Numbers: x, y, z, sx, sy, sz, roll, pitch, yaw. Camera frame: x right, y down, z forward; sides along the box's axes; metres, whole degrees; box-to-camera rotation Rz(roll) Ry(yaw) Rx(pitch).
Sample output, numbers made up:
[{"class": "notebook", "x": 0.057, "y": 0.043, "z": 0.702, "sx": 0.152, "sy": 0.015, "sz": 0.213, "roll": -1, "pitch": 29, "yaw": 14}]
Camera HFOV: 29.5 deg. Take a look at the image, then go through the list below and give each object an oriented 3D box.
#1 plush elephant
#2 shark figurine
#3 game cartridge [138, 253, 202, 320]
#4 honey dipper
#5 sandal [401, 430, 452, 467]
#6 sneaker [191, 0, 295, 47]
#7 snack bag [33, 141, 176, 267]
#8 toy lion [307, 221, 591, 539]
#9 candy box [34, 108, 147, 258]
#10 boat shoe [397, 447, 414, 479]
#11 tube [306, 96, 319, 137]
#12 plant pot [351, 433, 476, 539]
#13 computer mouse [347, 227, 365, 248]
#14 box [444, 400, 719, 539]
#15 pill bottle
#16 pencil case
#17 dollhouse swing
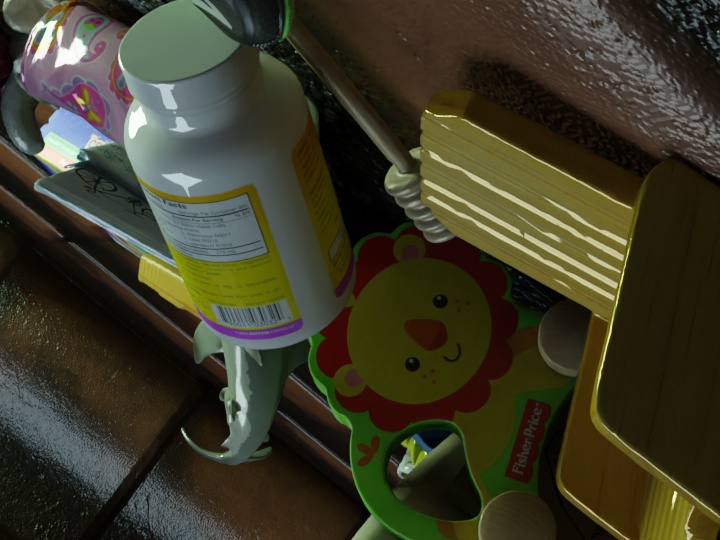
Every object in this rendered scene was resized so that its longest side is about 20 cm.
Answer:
[{"class": "plush elephant", "x": -0.292, "y": -0.161, "z": 1.064, "sx": 0.154, "sy": 0.201, "sz": 0.165, "roll": 16, "pitch": 175, "yaw": -17}, {"class": "shark figurine", "x": -0.061, "y": 0.069, "z": 0.930, "sx": 0.128, "sy": 0.089, "sz": 0.216, "roll": 43, "pitch": 139, "yaw": 49}, {"class": "game cartridge", "x": -0.061, "y": 0.022, "z": 1.104, "sx": 0.176, "sy": 0.033, "sz": 0.200, "roll": -2, "pitch": -163, "yaw": -38}, {"class": "honey dipper", "x": -0.003, "y": -0.093, "z": 0.757, "sx": 0.200, "sy": 0.038, "sz": 0.038, "roll": 48, "pitch": 164, "yaw": -31}, {"class": "sandal", "x": 0.039, "y": 0.097, "z": 1.097, "sx": 0.200, "sy": 0.079, "sz": 0.088, "roll": 25, "pitch": 132, "yaw": 51}, {"class": "sneaker", "x": -0.119, "y": -0.168, "z": 0.665, "sx": 0.200, "sy": 0.084, "sz": 0.077, "roll": 37, "pitch": 153, "yaw": -2}, {"class": "snack bag", "x": -0.153, "y": -0.049, "z": 1.109, "sx": 0.188, "sy": 0.021, "sz": 0.200, "roll": 29, "pitch": -163, "yaw": 5}, {"class": "toy lion", "x": 0.050, "y": 0.073, "z": 0.861, "sx": 0.191, "sy": 0.201, "sz": 0.069, "roll": 16, "pitch": 163, "yaw": 10}, {"class": "candy box", "x": -0.204, "y": -0.062, "z": 1.325, "sx": 0.169, "sy": 0.077, "sz": 0.200, "roll": 31, "pitch": 165, "yaw": 28}, {"class": "boat shoe", "x": 0.096, "y": 0.190, "z": 1.084, "sx": 0.202, "sy": 0.086, "sz": 0.075, "roll": 29, "pitch": 166, "yaw": 46}, {"class": "tube", "x": -0.051, "y": -0.032, "z": 0.919, "sx": 0.052, "sy": 0.058, "sz": 0.201, "roll": 11, "pitch": 142, "yaw": 9}, {"class": "plant pot", "x": 0.080, "y": 0.230, "z": 0.946, "sx": 0.199, "sy": 0.177, "sz": 0.200, "roll": 29, "pitch": 137, "yaw": 4}, {"class": "computer mouse", "x": 0.000, "y": 0.000, "z": 1.024, "sx": 0.138, "sy": 0.053, "sz": 0.200, "roll": 12, "pitch": -173, "yaw": -40}, {"class": "box", "x": 0.174, "y": 0.156, "z": 0.917, "sx": 0.200, "sy": 0.164, "sz": 0.021, "roll": 35, "pitch": 133, "yaw": 8}, {"class": "pill bottle", "x": -0.071, "y": -0.054, "z": 0.778, "sx": 0.104, "sy": 0.104, "sz": 0.201, "roll": 28, "pitch": 150, "yaw": 35}, {"class": "pencil case", "x": -0.149, "y": -0.123, "z": 0.949, "sx": 0.200, "sy": 0.088, "sz": 0.087, "roll": 29, "pitch": 166, "yaw": 34}, {"class": "dollhouse swing", "x": 0.094, "y": 0.036, "z": 0.677, "sx": 0.175, "sy": 0.183, "sz": 0.200, "roll": 14, "pitch": 165, "yaw": 6}]
